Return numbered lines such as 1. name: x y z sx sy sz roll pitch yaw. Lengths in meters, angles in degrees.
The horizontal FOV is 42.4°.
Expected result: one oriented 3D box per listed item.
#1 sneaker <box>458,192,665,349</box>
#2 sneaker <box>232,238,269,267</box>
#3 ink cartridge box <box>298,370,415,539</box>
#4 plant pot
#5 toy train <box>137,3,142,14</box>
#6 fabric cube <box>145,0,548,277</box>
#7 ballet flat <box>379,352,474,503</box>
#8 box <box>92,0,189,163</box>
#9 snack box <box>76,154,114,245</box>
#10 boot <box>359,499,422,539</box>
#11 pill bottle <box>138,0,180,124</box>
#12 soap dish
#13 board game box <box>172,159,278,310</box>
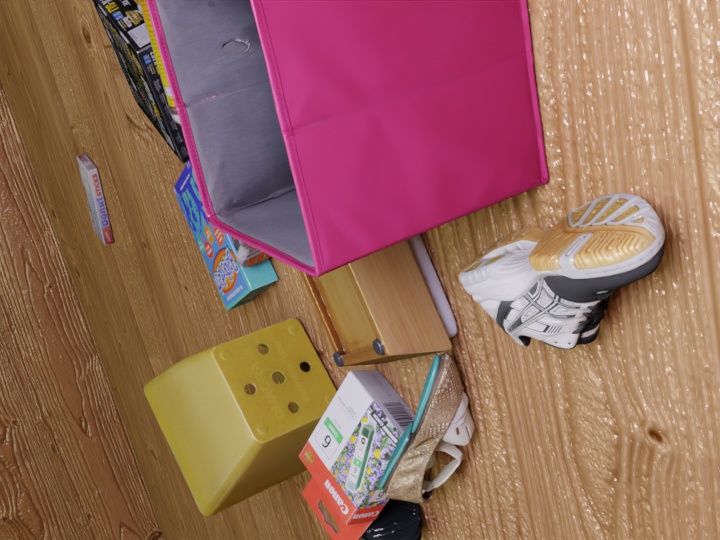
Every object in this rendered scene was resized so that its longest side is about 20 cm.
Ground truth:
1. sneaker: 0.150 0.008 0.637 0.088 0.076 0.200 54 160 -7
2. sneaker: -0.141 -0.085 1.127 0.112 0.077 0.200 61 155 11
3. ink cartridge box: -0.013 0.222 1.050 0.109 0.050 0.200 48 118 36
4. plant pot: -0.137 0.174 1.226 0.200 0.200 0.176 61 143 14
5. toy train: -0.256 -0.374 1.097 0.200 0.085 0.114 60 172 -20
6. fabric cube: -0.012 -0.138 0.669 0.196 0.199 0.200 25 133 57
7. ballet flat: 0.075 0.160 0.913 0.065 0.071 0.200 22 132 4
8. box: -0.282 -0.265 1.252 0.160 0.049 0.200 47 162 35
9. snack box: -0.584 -0.153 2.045 0.072 0.024 0.200 43 146 41
10. boot: 0.030 0.344 1.149 0.198 0.073 0.163 -150 45 -64
11. pill bottle: -0.176 -0.266 1.006 0.109 0.109 0.200 24 132 57
12. soap dish: 0.000 0.000 0.905 0.200 0.081 0.157 66 156 0
13. board game box: -0.192 -0.054 1.298 0.200 0.045 0.152 65 156 4
